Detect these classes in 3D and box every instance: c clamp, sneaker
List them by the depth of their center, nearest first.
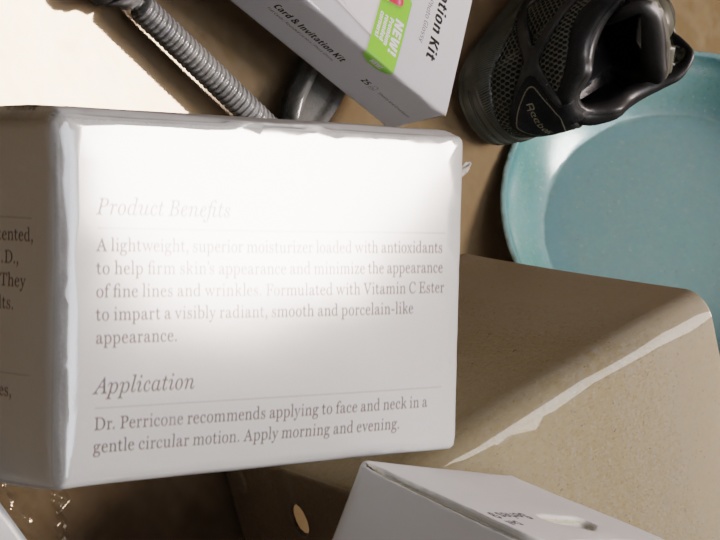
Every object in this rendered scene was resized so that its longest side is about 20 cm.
[{"bbox_3d":[-0.060,-0.112,0.971,0.200,0.027,0.171,49,58,-33],"label":"c clamp"},{"bbox_3d":[0.140,-0.152,1.109,0.076,0.114,0.199,51,56,-34],"label":"sneaker"}]

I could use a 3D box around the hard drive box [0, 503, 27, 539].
[{"bbox_3d":[-0.164,0.159,0.786,0.077,0.156,0.200,-49,123,-32],"label":"hard drive box"}]

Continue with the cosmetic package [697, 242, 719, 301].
[{"bbox_3d":[0.175,0.095,1.172,0.113,0.081,0.200,34,69,-39],"label":"cosmetic package"}]

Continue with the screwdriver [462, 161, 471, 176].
[{"bbox_3d":[0.000,0.000,1.027,0.200,0.029,0.028,-40,118,-31],"label":"screwdriver"}]

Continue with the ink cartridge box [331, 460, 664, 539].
[{"bbox_3d":[0.030,0.182,0.816,0.146,0.084,0.200,15,97,-62],"label":"ink cartridge box"}]

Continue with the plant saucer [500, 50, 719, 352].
[{"bbox_3d":[0.174,-0.027,1.125,0.200,0.200,0.036,-60,167,-25],"label":"plant saucer"}]

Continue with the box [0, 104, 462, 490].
[{"bbox_3d":[-0.097,0.005,0.819,0.199,0.200,0.131,0,93,-44],"label":"box"}]

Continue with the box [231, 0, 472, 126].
[{"bbox_3d":[-0.018,-0.183,0.986,0.200,0.041,0.156,37,56,-41],"label":"box"}]

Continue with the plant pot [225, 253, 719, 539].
[{"bbox_3d":[0.052,0.122,0.986,0.177,0.200,0.200,-22,107,-27],"label":"plant pot"}]
